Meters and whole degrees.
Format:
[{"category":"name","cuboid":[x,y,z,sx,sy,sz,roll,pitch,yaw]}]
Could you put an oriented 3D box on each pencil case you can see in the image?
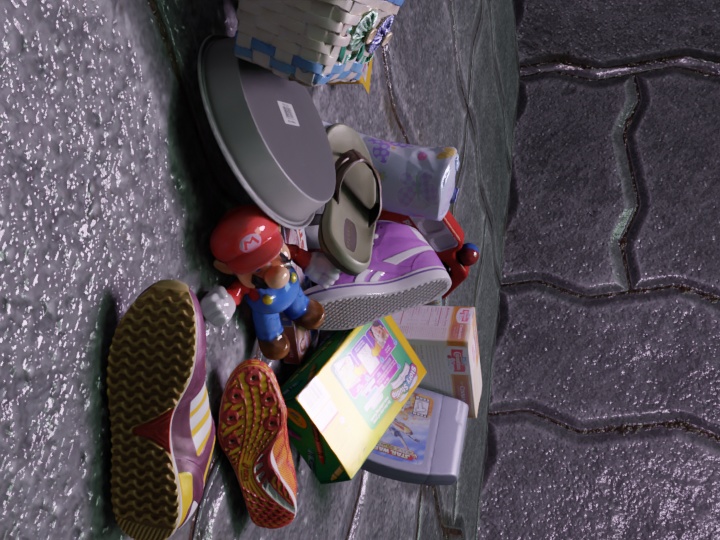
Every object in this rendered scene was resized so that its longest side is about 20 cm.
[{"category":"pencil case","cuboid":[0.020,-0.122,0.994,0.083,0.197,0.092,23,81,-78]}]

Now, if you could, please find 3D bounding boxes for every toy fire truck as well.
[{"category":"toy fire truck","cuboid":[0.082,-0.028,1.222,0.200,0.166,0.113,50,40,-32]}]

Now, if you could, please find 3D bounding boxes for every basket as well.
[{"category":"basket","cuboid":[-0.027,-0.272,0.733,0.176,0.137,0.203,-38,143,-66]}]

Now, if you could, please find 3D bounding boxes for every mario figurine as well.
[{"category":"mario figurine","cuboid":[-0.085,0.020,0.817,0.201,0.104,0.125,71,28,-54]}]

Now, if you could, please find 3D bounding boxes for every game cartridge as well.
[{"category":"game cartridge","cuboid":[0.044,0.214,1.121,0.042,0.197,0.134,107,-1,-46]}]

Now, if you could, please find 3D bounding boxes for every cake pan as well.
[{"category":"cake pan","cuboid":[-0.082,-0.140,0.795,0.201,0.036,0.202,52,25,-37]}]

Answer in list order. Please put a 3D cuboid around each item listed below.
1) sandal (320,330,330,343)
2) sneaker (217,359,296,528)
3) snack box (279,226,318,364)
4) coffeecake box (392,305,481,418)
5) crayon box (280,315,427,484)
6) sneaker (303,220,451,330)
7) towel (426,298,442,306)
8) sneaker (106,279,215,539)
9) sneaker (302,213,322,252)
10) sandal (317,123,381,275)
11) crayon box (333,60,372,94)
[{"category":"sandal","cuboid":[-0.025,0.160,1.079,0.043,0.075,0.203,53,41,-55]},{"category":"sneaker","cuboid":[-0.107,0.174,0.855,0.077,0.072,0.203,-104,-171,-61]},{"category":"snack box","cuboid":[-0.081,0.005,0.964,0.072,0.024,0.203,-59,147,-59]},{"category":"coffeecake box","cuboid":[0.068,0.128,1.183,0.074,0.196,0.155,-70,156,-47]},{"category":"crayon box","cuboid":[-0.010,0.142,0.998,0.120,0.058,0.200,56,45,-14]},{"category":"sneaker","cuboid":[0.000,0.000,0.997,0.115,0.198,0.073,63,-30,28]},{"category":"towel","cuboid":[0.051,0.067,1.221,0.022,0.144,0.202,-94,175,-51]},{"category":"sneaker","cuboid":[-0.154,0.106,0.663,0.090,0.074,0.204,-18,115,-81]},{"category":"sneaker","cuboid":[-0.033,-0.001,1.056,0.201,0.066,0.110,39,52,-73]},{"category":"sandal","cuboid":[-0.004,-0.083,0.882,0.079,0.057,0.203,23,43,-29]},{"category":"crayon box","cuboid":[-0.031,-0.326,1.055,0.200,0.051,0.128,44,50,-68]}]
